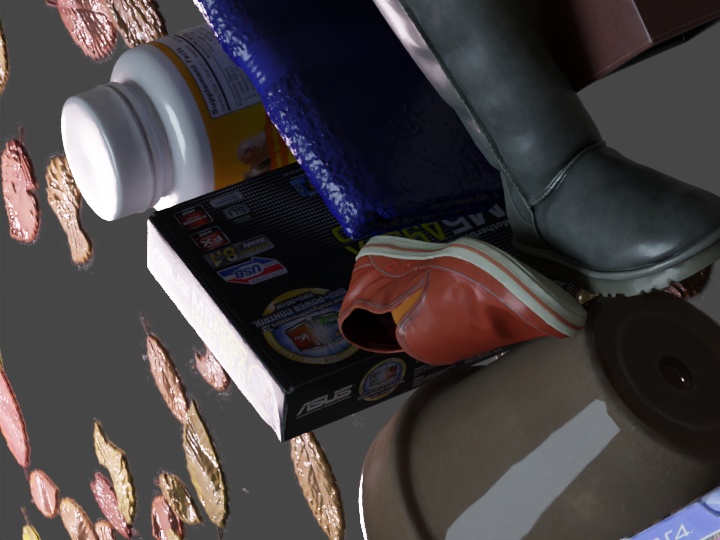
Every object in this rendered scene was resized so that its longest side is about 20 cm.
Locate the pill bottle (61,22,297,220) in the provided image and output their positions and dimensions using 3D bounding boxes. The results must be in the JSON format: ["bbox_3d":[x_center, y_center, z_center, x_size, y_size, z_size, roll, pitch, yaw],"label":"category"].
[{"bbox_3d":[-0.076,-0.098,1.582,0.109,0.199,0.110,44,146,42],"label":"pill bottle"}]

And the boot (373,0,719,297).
[{"bbox_3d":[0.088,-0.089,1.273,0.181,0.072,0.201,2,121,55],"label":"boot"}]

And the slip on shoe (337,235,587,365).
[{"bbox_3d":[0.050,0.021,1.353,0.074,0.061,0.200,34,166,-26],"label":"slip on shoe"}]

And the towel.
[{"bbox_3d":[-0.004,-0.106,1.494,0.200,0.147,0.050,57,137,22],"label":"towel"}]

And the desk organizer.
[{"bbox_3d":[0.113,-0.132,1.333,0.077,0.071,0.200,65,155,2],"label":"desk organizer"}]

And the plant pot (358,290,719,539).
[{"bbox_3d":[0.124,0.105,1.386,0.201,0.200,0.175,58,135,21],"label":"plant pot"}]

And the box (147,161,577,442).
[{"bbox_3d":[0.000,0.000,1.505,0.160,0.199,0.044,50,149,36],"label":"box"}]

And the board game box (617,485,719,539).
[{"bbox_3d":[0.240,0.176,1.218,0.159,0.097,0.201,-34,76,40],"label":"board game box"}]
